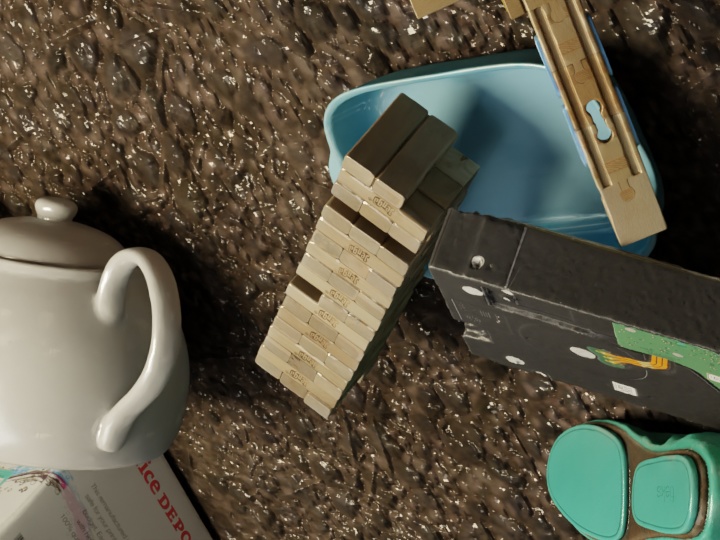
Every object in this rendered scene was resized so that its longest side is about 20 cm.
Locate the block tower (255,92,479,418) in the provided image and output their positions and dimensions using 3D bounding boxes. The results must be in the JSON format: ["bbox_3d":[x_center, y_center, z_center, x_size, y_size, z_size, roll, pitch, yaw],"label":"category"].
[{"bbox_3d":[0.000,0.000,1.041,0.054,0.058,0.201,36,144,8],"label":"block tower"}]

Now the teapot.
[{"bbox_3d":[-0.188,0.030,1.226,0.198,0.197,0.148,10,98,7],"label":"teapot"}]

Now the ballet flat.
[{"bbox_3d":[0.162,0.115,1.051,0.070,0.068,0.200,6,177,-16],"label":"ballet flat"}]

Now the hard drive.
[{"bbox_3d":[0.139,0.032,0.960,0.198,0.038,0.140,17,165,18],"label":"hard drive"}]

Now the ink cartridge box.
[{"bbox_3d":[-0.230,0.199,1.384,0.145,0.200,0.148,0,127,43],"label":"ink cartridge box"}]

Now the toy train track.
[{"bbox_3d":[0.089,-0.108,0.900,0.114,0.033,0.202,-22,104,5],"label":"toy train track"}]

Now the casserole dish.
[{"bbox_3d":[0.069,-0.055,1.002,0.199,0.039,0.122,-5,123,43],"label":"casserole dish"}]
